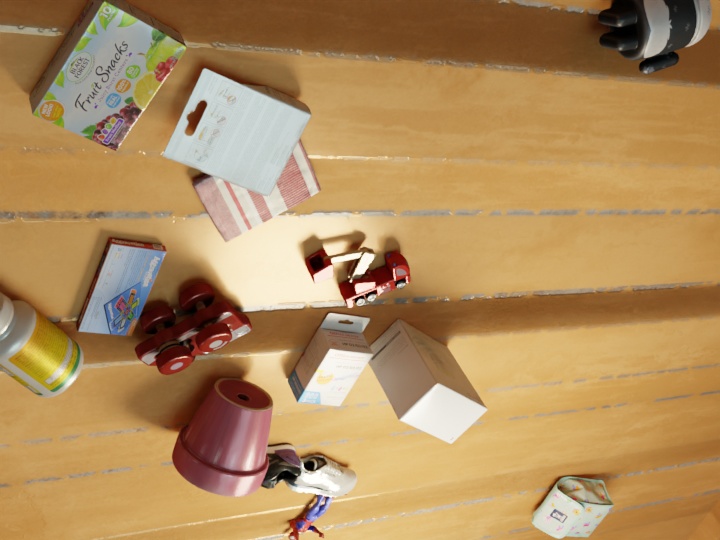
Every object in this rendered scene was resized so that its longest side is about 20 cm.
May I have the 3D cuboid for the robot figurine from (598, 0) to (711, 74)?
[{"bbox_3d":[0.520,-0.443,1.653,0.198,0.126,0.151,-17,153,-14],"label":"robot figurine"}]

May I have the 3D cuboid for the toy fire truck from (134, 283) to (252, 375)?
[{"bbox_3d":[-0.310,0.125,1.744,0.199,0.113,0.168,-29,156,0],"label":"toy fire truck"}]

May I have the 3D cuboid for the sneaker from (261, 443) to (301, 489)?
[{"bbox_3d":[-0.226,0.446,2.093,0.198,0.088,0.076,-5,133,-24],"label":"sneaker"}]

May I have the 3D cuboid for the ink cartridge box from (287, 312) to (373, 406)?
[{"bbox_3d":[-0.055,0.189,1.962,0.114,0.068,0.201,9,124,-35],"label":"ink cartridge box"}]

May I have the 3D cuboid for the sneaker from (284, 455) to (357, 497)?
[{"bbox_3d":[-0.083,0.483,2.224,0.198,0.076,0.081,10,115,-37],"label":"sneaker"}]

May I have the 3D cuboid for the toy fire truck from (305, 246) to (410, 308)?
[{"bbox_3d":[0.000,0.000,1.830,0.198,0.049,0.142,-22,136,-9],"label":"toy fire truck"}]

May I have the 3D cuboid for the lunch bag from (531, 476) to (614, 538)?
[{"bbox_3d":[0.626,0.708,2.795,0.198,0.123,0.171,9,128,-24],"label":"lunch bag"}]

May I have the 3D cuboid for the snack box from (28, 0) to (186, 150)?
[{"bbox_3d":[-0.366,-0.286,1.354,0.141,0.053,0.200,23,116,-40],"label":"snack box"}]

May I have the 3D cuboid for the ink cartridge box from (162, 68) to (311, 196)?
[{"bbox_3d":[-0.198,-0.226,1.505,0.198,0.057,0.164,20,112,-27],"label":"ink cartridge box"}]

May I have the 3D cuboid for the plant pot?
[{"bbox_3d":[-0.264,0.327,1.900,0.198,0.200,0.181,11,108,-36],"label":"plant pot"}]

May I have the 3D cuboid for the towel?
[{"bbox_3d":[-0.176,-0.146,1.616,0.198,0.023,0.145,-28,135,-5],"label":"towel"}]

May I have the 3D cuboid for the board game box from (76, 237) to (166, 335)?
[{"bbox_3d":[-0.422,0.032,1.647,0.102,0.020,0.201,9,125,-33],"label":"board game box"}]

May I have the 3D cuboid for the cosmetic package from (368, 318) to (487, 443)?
[{"bbox_3d":[0.140,0.240,2.021,0.123,0.201,0.199,-44,136,15],"label":"cosmetic package"}]

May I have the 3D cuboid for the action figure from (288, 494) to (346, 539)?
[{"bbox_3d":[-0.109,0.626,2.326,0.065,0.099,0.200,25,117,-41],"label":"action figure"}]

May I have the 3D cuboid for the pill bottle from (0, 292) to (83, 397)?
[{"bbox_3d":[-0.570,0.121,1.579,0.112,0.113,0.200,-33,138,3],"label":"pill bottle"}]
